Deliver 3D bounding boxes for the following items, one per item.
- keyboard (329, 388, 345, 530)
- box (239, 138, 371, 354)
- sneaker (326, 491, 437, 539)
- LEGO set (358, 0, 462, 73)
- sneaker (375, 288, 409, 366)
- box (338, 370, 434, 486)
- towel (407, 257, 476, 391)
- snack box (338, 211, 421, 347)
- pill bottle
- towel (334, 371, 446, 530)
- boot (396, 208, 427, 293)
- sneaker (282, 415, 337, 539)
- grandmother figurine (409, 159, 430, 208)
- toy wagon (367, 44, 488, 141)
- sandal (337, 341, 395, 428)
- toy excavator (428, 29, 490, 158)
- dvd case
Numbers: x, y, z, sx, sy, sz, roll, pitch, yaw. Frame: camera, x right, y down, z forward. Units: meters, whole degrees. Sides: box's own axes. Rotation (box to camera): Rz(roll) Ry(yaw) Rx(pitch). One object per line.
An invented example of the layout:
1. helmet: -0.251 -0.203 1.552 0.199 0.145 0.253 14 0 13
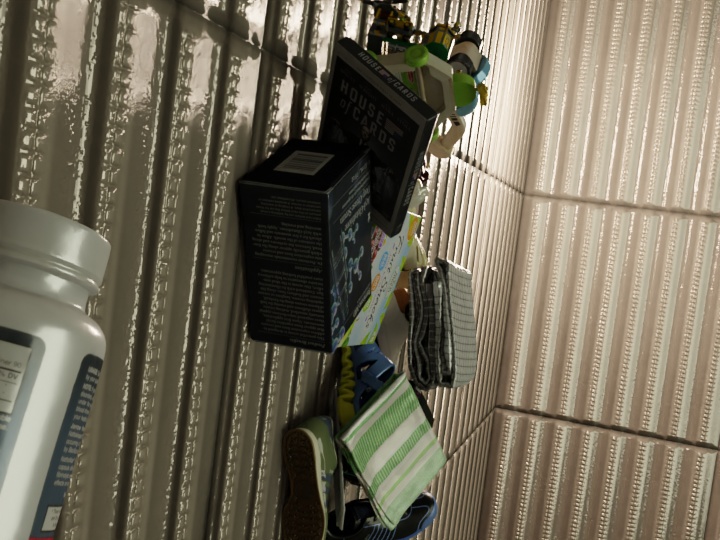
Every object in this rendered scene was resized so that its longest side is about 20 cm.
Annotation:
1. keyboard: -0.032 0.268 1.243 0.057 0.011 0.201 104 -15 -46
2. box: -0.058 -0.031 1.000 0.149 0.106 0.202 -55 149 -57
3. sneaker: 0.028 0.390 1.355 0.078 0.198 0.070 82 -14 -50
4. LEGO set: 0.074 -0.308 1.228 0.201 0.152 0.117 79 26 -54
5. sneaker: 0.062 0.104 1.443 0.201 0.084 0.073 83 -15 -54
6. box: 0.035 0.271 1.412 0.200 0.123 0.150 63 39 -60
7. towel: 0.126 0.088 1.377 0.165 0.085 0.202 14 72 -70
8. snack box: 0.000 0.000 1.185 0.202 0.067 0.168 -68 160 5
9. pill bottle: -0.218 0.068 0.507 0.120 0.118 0.202 52 49 -67
10. towel: 0.050 0.263 1.257 0.153 0.023 0.201 -44 125 -28
11. boot: 0.055 -0.011 1.429 0.155 0.071 0.202 -60 146 -52
12. sneaker: -0.061 0.295 1.200 0.090 0.066 0.202 -34 127 -60
13. grandmother figurine: 0.087 -0.191 1.419 0.121 0.060 0.202 36 50 -46
14. toy wagon: 0.074 -0.238 1.168 0.156 0.198 0.040 72 17 -55
15. sandal: 0.013 0.151 1.312 0.080 0.086 0.202 71 15 -51
16. toy excavator: 0.172 -0.310 1.593 0.200 0.193 0.100 52 42 -28
17. dvd case: 0.011 -0.152 1.017 0.025 0.150 0.201 -33 156 -30
